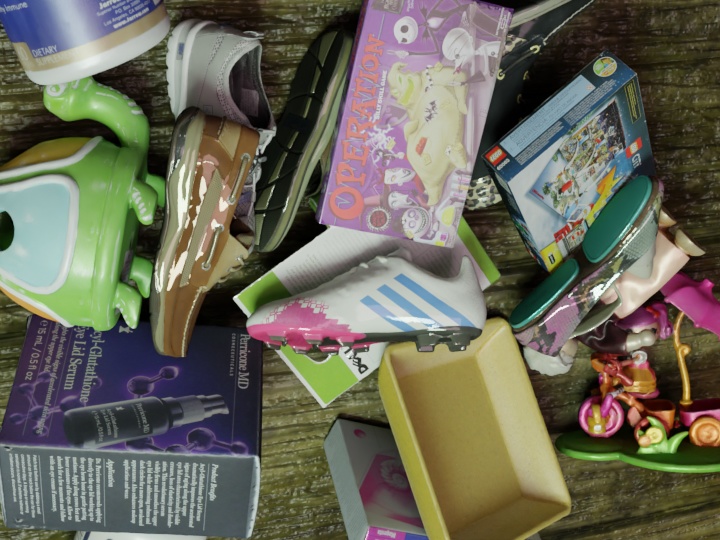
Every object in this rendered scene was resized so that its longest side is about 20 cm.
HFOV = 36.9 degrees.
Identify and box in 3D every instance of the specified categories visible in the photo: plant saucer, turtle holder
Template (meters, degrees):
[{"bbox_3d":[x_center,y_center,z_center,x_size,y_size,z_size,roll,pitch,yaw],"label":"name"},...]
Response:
[{"bbox_3d":[0.097,0.155,0.992,0.200,0.048,0.201,-10,79,-49],"label":"plant saucer"},{"bbox_3d":[-0.221,-0.048,0.832,0.131,0.141,0.186,10,122,-6],"label":"turtle holder"}]

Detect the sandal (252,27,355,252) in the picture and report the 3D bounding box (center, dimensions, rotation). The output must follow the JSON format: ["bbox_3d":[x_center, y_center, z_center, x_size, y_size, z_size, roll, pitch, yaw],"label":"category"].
[{"bbox_3d":[-0.041,-0.103,0.908,0.057,0.080,0.201,19,104,-38],"label":"sandal"}]

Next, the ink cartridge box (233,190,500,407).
[{"bbox_3d":[0.000,0.000,0.961,0.200,0.076,0.148,-36,118,0],"label":"ink cartridge box"}]

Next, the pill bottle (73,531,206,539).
[{"bbox_3d":[-0.203,0.253,0.974,0.111,0.111,0.201,17,105,-23],"label":"pill bottle"}]

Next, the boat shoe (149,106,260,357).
[{"bbox_3d":[-0.119,-0.023,0.831,0.074,0.076,0.201,8,115,-10],"label":"boat shoe"}]

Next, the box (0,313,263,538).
[{"bbox_3d":[-0.180,0.125,0.880,0.199,0.148,0.105,3,129,-8],"label":"box"}]

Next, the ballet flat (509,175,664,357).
[{"bbox_3d":[0.221,0.002,0.989,0.071,0.069,0.200,32,113,-16],"label":"ballet flat"}]

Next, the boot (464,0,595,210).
[{"bbox_3d":[0.134,-0.160,0.947,0.203,0.074,0.154,-31,122,-4],"label":"boot"}]

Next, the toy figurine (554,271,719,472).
[{"bbox_3d":[0.296,0.091,1.088,0.199,0.150,0.185,-1,99,8],"label":"toy figurine"}]

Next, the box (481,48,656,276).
[{"bbox_3d":[0.191,-0.087,0.954,0.136,0.038,0.200,-41,150,0],"label":"box"}]

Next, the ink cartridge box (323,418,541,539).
[{"bbox_3d":[0.076,0.232,1.008,0.196,0.200,0.043,16,118,-24],"label":"ink cartridge box"}]

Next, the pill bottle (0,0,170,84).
[{"bbox_3d":[-0.223,-0.244,0.766,0.115,0.116,0.201,-24,116,-8],"label":"pill bottle"}]

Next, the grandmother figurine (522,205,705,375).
[{"bbox_3d":[0.237,0.030,1.044,0.200,0.121,0.060,-45,146,18],"label":"grandmother figurine"}]

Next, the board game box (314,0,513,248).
[{"bbox_3d":[0.042,-0.125,0.872,0.120,0.032,0.201,10,103,-11],"label":"board game box"}]

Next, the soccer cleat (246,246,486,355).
[{"bbox_3d":[0.005,0.024,0.901,0.199,0.070,0.087,0,76,-5],"label":"soccer cleat"}]

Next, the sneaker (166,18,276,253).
[{"bbox_3d":[-0.106,-0.098,0.863,0.075,0.082,0.201,-32,123,-53],"label":"sneaker"}]
